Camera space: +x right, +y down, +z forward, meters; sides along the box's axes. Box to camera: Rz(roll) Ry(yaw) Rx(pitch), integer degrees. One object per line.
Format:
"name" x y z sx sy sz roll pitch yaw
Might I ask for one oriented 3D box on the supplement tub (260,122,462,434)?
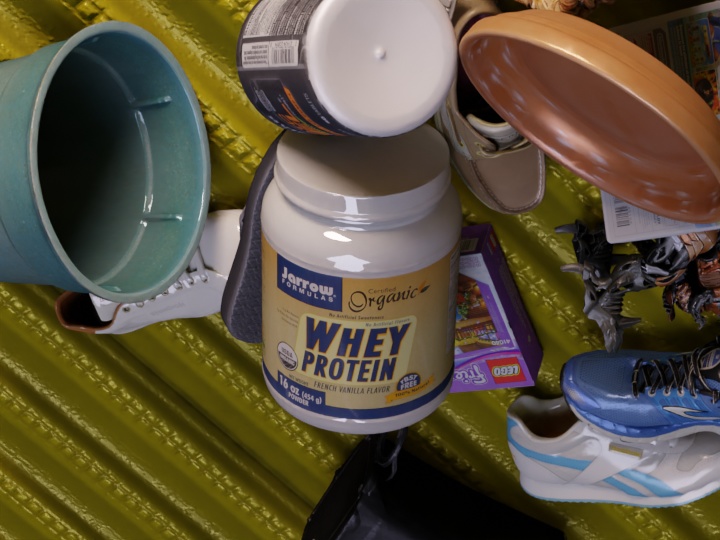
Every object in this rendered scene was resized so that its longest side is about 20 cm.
"supplement tub" 0.000 0.000 1.536 0.143 0.145 0.201 9 124 12

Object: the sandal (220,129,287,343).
"sandal" -0.062 -0.038 1.607 0.076 0.043 0.201 8 121 -31

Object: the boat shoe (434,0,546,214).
"boat shoe" 0.088 -0.112 1.480 0.074 0.067 0.201 -25 126 -2

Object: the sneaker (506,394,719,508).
"sneaker" 0.209 0.132 1.676 0.199 0.077 0.081 -6 127 23

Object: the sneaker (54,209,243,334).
"sneaker" -0.159 0.010 1.677 0.199 0.084 0.073 -27 79 37

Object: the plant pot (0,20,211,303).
"plant pot" -0.247 -0.072 1.581 0.195 0.201 0.201 -4 131 33

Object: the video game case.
"video game case" 0.225 -0.099 1.389 0.199 0.018 0.144 -8 89 52

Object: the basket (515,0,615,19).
"basket" 0.098 -0.249 1.290 0.148 0.143 0.201 -14 127 13

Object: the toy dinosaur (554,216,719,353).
"toy dinosaur" 0.217 -0.023 1.535 0.135 0.102 0.201 -29 100 20

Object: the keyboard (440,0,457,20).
"keyboard" -0.018 -0.229 1.420 0.199 0.011 0.056 32 145 15

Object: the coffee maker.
"coffee maker" 0.071 0.229 1.767 0.199 0.135 0.192 27 142 -11

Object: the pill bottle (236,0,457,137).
"pill bottle" -0.019 -0.143 1.430 0.106 0.106 0.200 41 171 -19

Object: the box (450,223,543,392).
"box" 0.028 0.037 1.676 0.199 0.039 0.137 -6 128 25

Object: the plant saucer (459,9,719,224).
"plant saucer" 0.154 -0.101 1.344 0.199 0.038 0.200 32 169 7

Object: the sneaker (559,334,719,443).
"sneaker" 0.248 0.080 1.604 0.198 0.079 0.089 4 146 6
